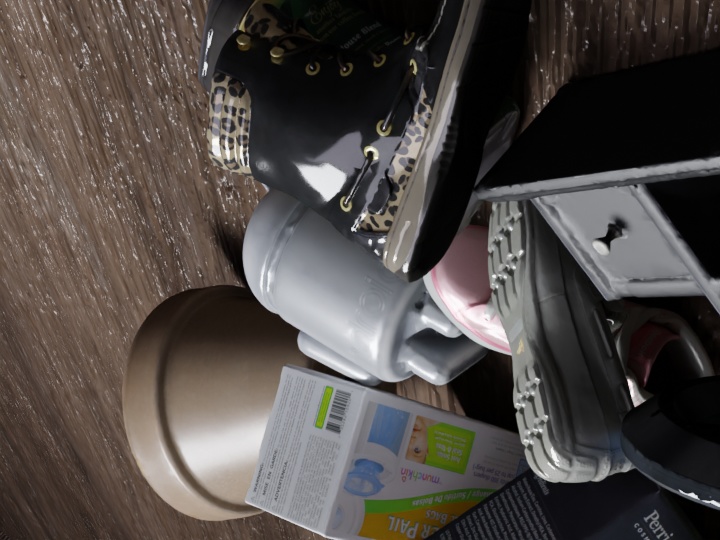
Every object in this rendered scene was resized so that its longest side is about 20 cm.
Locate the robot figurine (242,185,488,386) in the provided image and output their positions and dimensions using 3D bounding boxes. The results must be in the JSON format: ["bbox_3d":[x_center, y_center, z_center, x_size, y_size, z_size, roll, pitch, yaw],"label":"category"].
[{"bbox_3d":[0.000,0.000,1.114,0.200,0.113,0.170,30,122,25],"label":"robot figurine"}]

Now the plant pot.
[{"bbox_3d":[-0.069,0.105,1.335,0.174,0.201,0.201,-9,126,40],"label":"plant pot"}]

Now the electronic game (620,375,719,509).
[{"bbox_3d":[0.237,0.096,0.848,0.200,0.199,0.042,15,107,46],"label":"electronic game"}]

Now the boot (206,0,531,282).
[{"bbox_3d":[0.002,-0.111,0.868,0.150,0.073,0.201,26,116,23],"label":"boot"}]

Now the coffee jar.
[{"bbox_3d":[-0.007,-0.108,0.970,0.200,0.085,0.104,37,142,16],"label":"coffee jar"}]

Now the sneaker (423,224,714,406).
[{"bbox_3d":[0.137,0.032,1.004,0.200,0.075,0.105,37,161,-7],"label":"sneaker"}]

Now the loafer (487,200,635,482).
[{"bbox_3d":[0.120,0.027,0.946,0.070,0.069,0.201,125,140,-64],"label":"loafer"}]

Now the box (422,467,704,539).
[{"bbox_3d":[0.162,0.247,1.144,0.197,0.200,0.118,52,-175,-23],"label":"box"}]

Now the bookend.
[{"bbox_3d":[0.194,-0.007,0.833,0.199,0.092,0.200,51,156,-20],"label":"bookend"}]

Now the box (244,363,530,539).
[{"bbox_3d":[0.031,0.153,1.221,0.199,0.113,0.101,19,176,-39],"label":"box"}]
